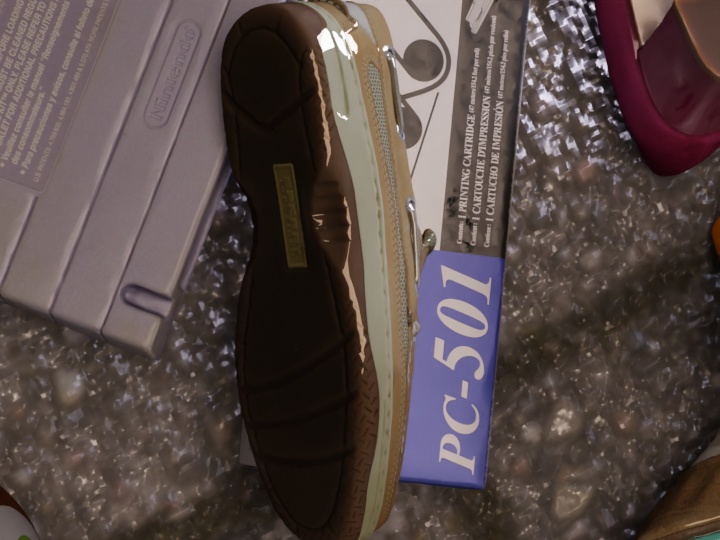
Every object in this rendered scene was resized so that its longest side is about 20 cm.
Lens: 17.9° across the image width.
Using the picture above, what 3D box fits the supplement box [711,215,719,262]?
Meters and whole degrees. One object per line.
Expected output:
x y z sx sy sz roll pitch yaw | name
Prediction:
0.251 0.025 0.921 0.199 0.126 0.074 18 123 -13 | supplement box

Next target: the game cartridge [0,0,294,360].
-0.100 -0.082 0.863 0.129 0.038 0.201 20 82 11 | game cartridge

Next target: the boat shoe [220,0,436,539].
0.000 0.000 0.845 0.076 0.071 0.202 -13 105 -47 | boat shoe

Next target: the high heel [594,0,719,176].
0.107 -0.140 0.944 0.067 0.096 0.202 -6 68 -16 | high heel

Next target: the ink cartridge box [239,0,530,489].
0.010 -0.018 0.904 0.093 0.044 0.202 6 86 -13 | ink cartridge box

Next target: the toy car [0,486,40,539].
-0.173 0.124 0.766 0.157 0.200 0.166 -18 93 -15 | toy car

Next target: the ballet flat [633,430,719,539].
0.195 0.081 0.946 0.198 0.068 0.073 -5 69 -16 | ballet flat
